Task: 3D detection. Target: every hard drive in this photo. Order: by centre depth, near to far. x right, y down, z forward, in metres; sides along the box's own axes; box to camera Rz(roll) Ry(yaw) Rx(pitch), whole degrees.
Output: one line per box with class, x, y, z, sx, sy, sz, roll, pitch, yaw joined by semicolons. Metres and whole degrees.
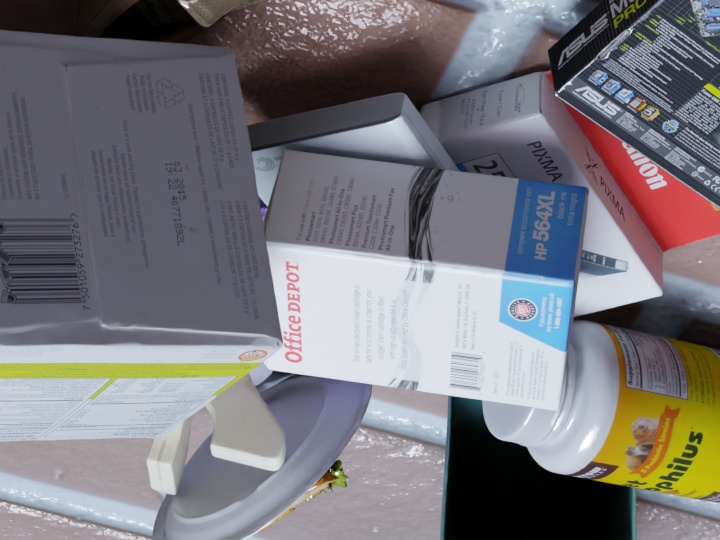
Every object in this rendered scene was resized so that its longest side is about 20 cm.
hard drive;0.016;-0.034;1.610;0.131;0.027;0.200;-10;138;28

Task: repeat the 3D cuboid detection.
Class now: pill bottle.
pill bottle;0.190;0.097;1.715;0.199;0.110;0.109;12;141;-26

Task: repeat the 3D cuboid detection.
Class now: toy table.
toy table;-0.129;0.065;1.706;0.183;0.117;0.200;7;148;19

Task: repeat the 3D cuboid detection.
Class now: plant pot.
plant pot;0.130;0.197;1.851;0.141;0.142;0.200;4;148;2

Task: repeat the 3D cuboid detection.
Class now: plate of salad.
plate of salad;-0.066;0.142;1.751;0.200;0.200;0.048;-27;114;33

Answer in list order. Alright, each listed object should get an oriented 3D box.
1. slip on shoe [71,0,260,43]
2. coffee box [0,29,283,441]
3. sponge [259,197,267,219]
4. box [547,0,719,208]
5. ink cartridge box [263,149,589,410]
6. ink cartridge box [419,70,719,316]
slip on shoe;-0.094;-0.177;1.478;0.199;0.061;0.076;-18;135;25
coffee box;-0.189;-0.015;1.493;0.199;0.201;0.198;0;160;-28
sponge;0.000;0.000;1.706;0.200;0.030;0.111;33;132;-29
box;0.241;-0.122;1.502;0.200;0.044;0.160;31;123;-28
ink cartridge box;0.039;0.006;1.563;0.199;0.085;0.146;9;144;6
ink cartridge box;0.159;-0.056;1.611;0.176;0.045;0.200;-16;136;25
